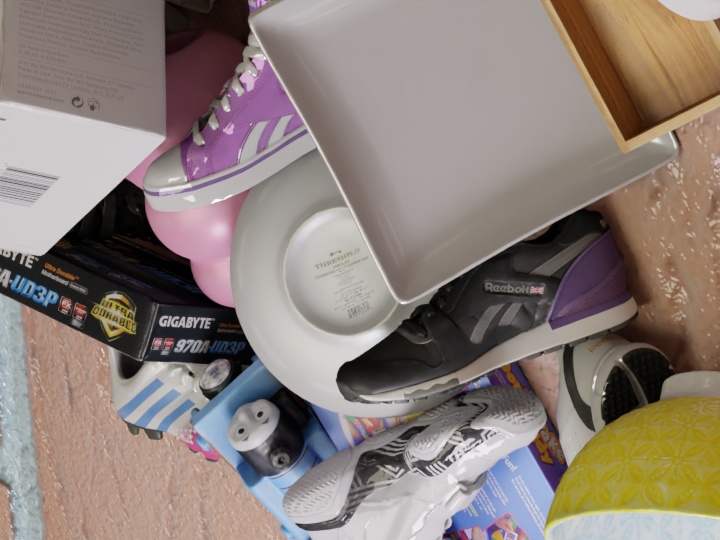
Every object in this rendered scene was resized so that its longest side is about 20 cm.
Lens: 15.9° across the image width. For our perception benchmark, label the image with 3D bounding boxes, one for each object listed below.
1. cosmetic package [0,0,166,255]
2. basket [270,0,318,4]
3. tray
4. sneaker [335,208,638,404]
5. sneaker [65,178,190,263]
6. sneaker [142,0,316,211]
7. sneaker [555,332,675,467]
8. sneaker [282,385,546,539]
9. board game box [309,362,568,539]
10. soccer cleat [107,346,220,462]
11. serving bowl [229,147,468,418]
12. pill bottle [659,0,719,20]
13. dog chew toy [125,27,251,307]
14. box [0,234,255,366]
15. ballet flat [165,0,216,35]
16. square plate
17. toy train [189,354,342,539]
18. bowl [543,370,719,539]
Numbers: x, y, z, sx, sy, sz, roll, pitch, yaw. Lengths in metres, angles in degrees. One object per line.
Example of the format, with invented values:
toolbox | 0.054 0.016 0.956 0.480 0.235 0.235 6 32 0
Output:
cosmetic package | -0.223 -0.145 1.718 0.199 0.123 0.201 -36 50 51
basket | -0.005 -0.279 1.600 0.143 0.148 0.201 -123 24 -61
tray | 0.151 -0.179 1.509 0.098 0.037 0.200 -27 94 40
sneaker | 0.069 0.018 1.616 0.076 0.199 0.088 -165 56 -73
sneaker | -0.157 -0.034 1.877 0.200 0.099 0.071 38 134 22
sneaker | -0.069 -0.125 1.667 0.115 0.200 0.073 59 -176 -24
sneaker | 0.168 0.124 1.672 0.080 0.073 0.201 36 137 54
sneaker | 0.054 0.156 1.703 0.199 0.075 0.115 -25 101 26
board game box | 0.063 0.124 1.754 0.134 0.045 0.200 -29 91 31
soccer cleat | -0.122 0.090 1.937 0.200 0.070 0.087 7 118 44
serving bowl | 0.000 0.000 1.685 0.199 0.066 0.201 1 93 19
pill bottle | 0.231 -0.211 1.357 0.111 0.111 0.200 58 140 2
dog chew toy | -0.102 -0.064 1.787 0.124 0.124 0.201 1 118 46
box | -0.171 0.017 1.875 0.200 0.159 0.046 23 100 36
ballet flat | -0.139 -0.194 1.791 0.070 0.067 0.200 44 142 -5
square plate | 0.063 -0.112 1.566 0.201 0.198 0.028 62 179 -3
toy train | -0.039 0.142 1.820 0.200 0.087 0.114 50 178 -31
bowl | 0.216 0.124 1.561 0.200 0.200 0.108 -11 62 48
